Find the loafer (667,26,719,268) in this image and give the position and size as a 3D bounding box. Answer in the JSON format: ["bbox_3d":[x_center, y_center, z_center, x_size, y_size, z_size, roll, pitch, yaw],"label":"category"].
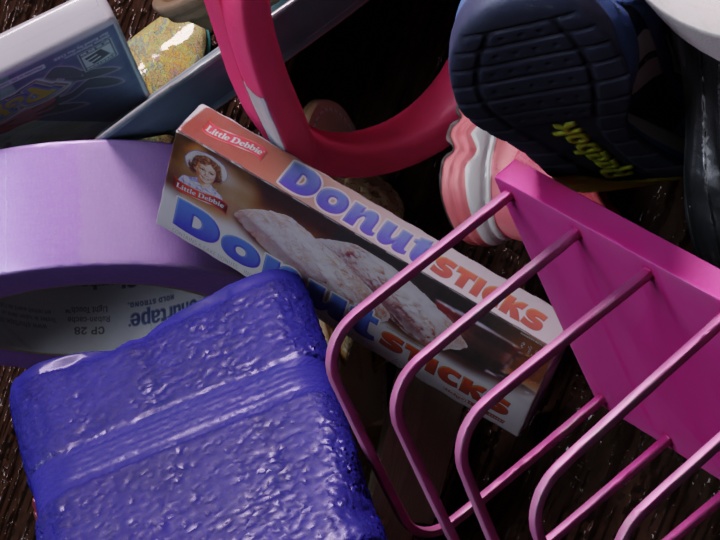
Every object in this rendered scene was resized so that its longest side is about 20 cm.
[{"bbox_3d":[0.167,-0.056,1.042,0.070,0.068,0.202,-3,99,60],"label":"loafer"}]

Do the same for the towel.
[{"bbox_3d":[-0.070,0.092,1.125,0.147,0.050,0.200,-23,36,2],"label":"towel"}]

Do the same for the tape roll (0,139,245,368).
[{"bbox_3d":[-0.136,-0.005,1.332,0.200,0.199,0.066,-21,66,47],"label":"tape roll"}]

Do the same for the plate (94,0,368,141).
[{"bbox_3d":[-0.045,-0.114,1.285,0.200,0.200,0.026,-31,98,44],"label":"plate"}]

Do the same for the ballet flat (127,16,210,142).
[{"bbox_3d":[-0.149,-0.061,1.468,0.071,0.070,0.201,49,120,44],"label":"ballet flat"}]

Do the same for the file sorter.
[{"bbox_3d":[0.099,0.074,1.036,0.125,0.139,0.200,-39,38,-15],"label":"file sorter"}]

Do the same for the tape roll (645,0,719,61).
[{"bbox_3d":[0.181,-0.170,0.986,0.202,0.037,0.204,-13,63,26],"label":"tape roll"}]

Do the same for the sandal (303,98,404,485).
[{"bbox_3d":[0.013,0.022,1.262,0.069,0.078,0.213,-1,87,31],"label":"sandal"}]

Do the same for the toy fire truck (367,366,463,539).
[{"bbox_3d":[-0.020,0.134,1.196,0.129,0.175,0.201,-36,42,43],"label":"toy fire truck"}]

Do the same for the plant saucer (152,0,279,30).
[{"bbox_3d":[-0.017,-0.181,1.274,0.200,0.030,0.200,-35,16,12],"label":"plant saucer"}]

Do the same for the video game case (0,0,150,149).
[{"bbox_3d":[-0.203,-0.062,1.324,0.199,0.182,0.023,-27,76,-3],"label":"video game case"}]

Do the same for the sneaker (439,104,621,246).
[{"bbox_3d":[0.102,-0.104,1.181,0.086,0.074,0.201,10,87,27],"label":"sneaker"}]

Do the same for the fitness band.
[{"bbox_3d":[0.003,-0.125,1.185,0.037,0.143,0.201,42,160,41],"label":"fitness band"}]

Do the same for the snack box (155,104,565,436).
[{"bbox_3d":[0.000,0.000,1.190,0.199,0.024,0.072,30,143,9],"label":"snack box"}]

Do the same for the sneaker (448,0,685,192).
[{"bbox_3d":[0.085,-0.093,1.054,0.074,0.200,0.083,-4,74,18],"label":"sneaker"}]

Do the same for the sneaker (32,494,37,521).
[{"bbox_3d":[-0.119,0.113,1.383,0.081,0.074,0.200,51,142,24],"label":"sneaker"}]
